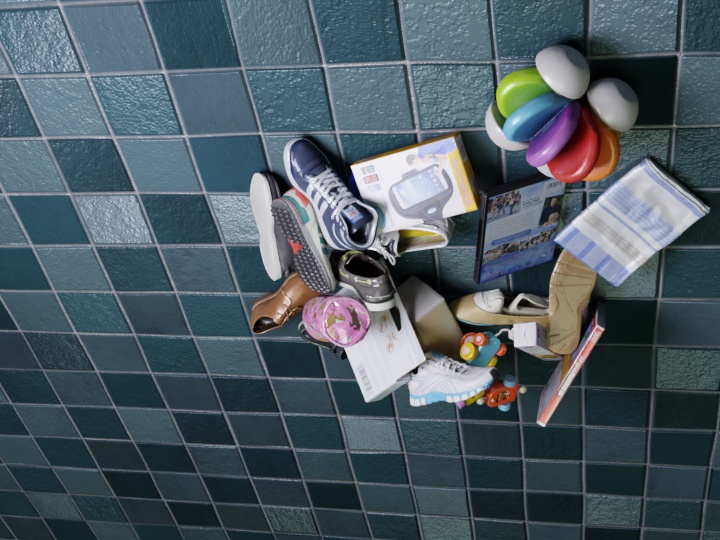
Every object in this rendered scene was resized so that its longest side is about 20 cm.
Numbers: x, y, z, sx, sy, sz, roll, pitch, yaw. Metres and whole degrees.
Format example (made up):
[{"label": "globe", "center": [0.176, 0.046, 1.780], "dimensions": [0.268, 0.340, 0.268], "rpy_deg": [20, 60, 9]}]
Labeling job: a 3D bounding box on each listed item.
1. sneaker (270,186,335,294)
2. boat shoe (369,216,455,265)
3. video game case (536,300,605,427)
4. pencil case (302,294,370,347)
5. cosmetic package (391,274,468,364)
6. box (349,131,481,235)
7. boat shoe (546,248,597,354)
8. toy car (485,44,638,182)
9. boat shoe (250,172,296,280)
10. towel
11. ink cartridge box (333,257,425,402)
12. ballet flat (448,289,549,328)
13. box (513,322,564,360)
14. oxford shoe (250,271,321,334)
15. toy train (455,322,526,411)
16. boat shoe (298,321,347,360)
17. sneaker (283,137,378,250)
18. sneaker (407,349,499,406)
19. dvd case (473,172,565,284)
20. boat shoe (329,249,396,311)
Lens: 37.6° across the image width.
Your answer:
[{"label": "sneaker", "center": [-0.070, -0.055, 1.732], "dimensions": [0.070, 0.093, 0.200], "rpy_deg": [10, 134, 44]}, {"label": "boat shoe", "center": [0.053, -0.050, 1.724], "dimensions": [0.202, 0.086, 0.075], "rpy_deg": [-2, 135, 17]}, {"label": "video game case", "center": [0.356, 0.155, 1.783], "dimensions": [0.017, 0.143, 0.200], "rpy_deg": [28, 109, 5]}, {"label": "pencil case", "center": [-0.042, 0.082, 1.756], "dimensions": [0.086, 0.083, 0.200], "rpy_deg": [4, 178, -11]}, {"label": "cosmetic package", "center": [0.129, 0.113, 1.860], "dimensions": [0.071, 0.105, 0.200], "rpy_deg": [-39, 128, -9]}, {"label": "box", "center": [0.076, -0.130, 1.633], "dimensions": [0.200, 0.041, 0.119], "rpy_deg": [-14, 105, 23]}, {"label": "boat shoe", "center": [0.345, 0.036, 1.751], "dimensions": [0.074, 0.069, 0.200], "rpy_deg": [12, 110, 5]}, {"label": "toy car", "center": [0.276, -0.196, 1.469], "dimensions": [0.200, 0.150, 0.175], "rpy_deg": [29, 136, -18]}, {"label": "boat shoe", "center": [-0.136, -0.077, 1.757], "dimensions": [0.060, 0.074, 0.200], "rpy_deg": [-21, 123, -22]}, {"label": "towel", "center": [0.419, -0.071, 1.635], "dimensions": [0.147, 0.024, 0.200], "rpy_deg": [35, 120, -22]}, {"label": "ink cartridge box", "center": [0.036, 0.101, 1.823], "dimensions": [0.043, 0.200, 0.174], "rpy_deg": [-4, 154, -44]}, {"label": "ballet flat", "center": [0.253, 0.060, 1.822], "dimensions": [0.200, 0.069, 0.063], "rpy_deg": [7, 130, -9]}, {"label": "box", "center": [0.307, 0.123, 1.803], "dimensions": [0.039, 0.042, 0.200], "rpy_deg": [-6, 166, 23]}, {"label": "oxford shoe", "center": [-0.125, 0.061, 1.899], "dimensions": [0.071, 0.071, 0.200], "rpy_deg": [37, 131, -23]}, {"label": "toy train", "center": [0.224, 0.167, 1.848], "dimensions": [0.150, 0.056, 0.200], "rpy_deg": [-16, 130, -23]}, {"label": "boat shoe", "center": [-0.021, 0.136, 1.957], "dimensions": [0.199, 0.066, 0.075], "rpy_deg": [12, 138, 0]}, {"label": "sneaker", "center": [-0.041, -0.116, 1.633], "dimensions": [0.108, 0.070, 0.200], "rpy_deg": [17, 139, 61]}, {"label": "sneaker", "center": [0.143, 0.173, 1.768], "dimensions": [0.200, 0.075, 0.087], "rpy_deg": [-17, 95, 45]}, {"label": "dvd case", "center": [0.248, -0.068, 1.660], "dimensions": [0.142, 0.018, 0.200], "rpy_deg": [-17, 140, -15]}, {"label": "boat shoe", "center": [0.000, 0.000, 1.745], "dimensions": [0.072, 0.201, 0.061], "rpy_deg": [-16, 118, -21]}]
